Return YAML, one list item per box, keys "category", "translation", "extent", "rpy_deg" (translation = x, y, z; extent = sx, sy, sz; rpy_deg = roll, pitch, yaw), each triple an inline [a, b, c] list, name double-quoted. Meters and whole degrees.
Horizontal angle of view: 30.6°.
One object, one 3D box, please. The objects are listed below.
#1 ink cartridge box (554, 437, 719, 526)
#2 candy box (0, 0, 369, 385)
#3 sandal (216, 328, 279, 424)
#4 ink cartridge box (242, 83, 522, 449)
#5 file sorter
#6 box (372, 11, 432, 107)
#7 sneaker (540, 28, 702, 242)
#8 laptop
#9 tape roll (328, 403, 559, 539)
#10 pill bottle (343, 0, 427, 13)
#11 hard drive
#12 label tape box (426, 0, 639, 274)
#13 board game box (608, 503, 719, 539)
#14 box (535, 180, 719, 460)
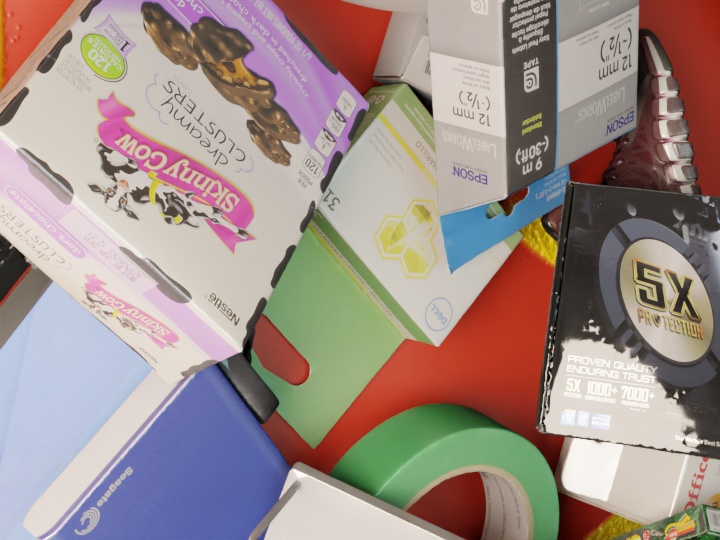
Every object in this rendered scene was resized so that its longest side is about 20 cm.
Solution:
- category: "ink cartridge box"
  translation: [0.250, 0.131, 0.984]
  extent: [0.198, 0.125, 0.130]
  rpy_deg: [17, 87, -33]
- category: "candy box"
  translation: [-0.102, -0.071, 0.714]
  extent: [0.168, 0.071, 0.201]
  rpy_deg: [44, 48, -22]
- category: "sandal"
  translation: [-0.102, 0.010, 0.774]
  extent: [0.043, 0.076, 0.201]
  rpy_deg: [-41, 113, -21]
- category: "ink cartridge box"
  translation: [0.000, 0.000, 0.857]
  extent: [0.201, 0.048, 0.146]
  rpy_deg: [-51, 118, -18]
- category: "file sorter"
  translation: [-0.024, 0.244, 0.757]
  extent: [0.138, 0.124, 0.202]
  rpy_deg: [23, 104, 8]
- category: "box"
  translation: [0.105, -0.197, 0.901]
  extent: [0.155, 0.041, 0.202]
  rpy_deg: [19, 87, -33]
- category: "sneaker"
  translation: [0.182, -0.072, 0.951]
  extent: [0.114, 0.076, 0.202]
  rpy_deg: [-12, 74, 10]
- category: "laptop"
  translation: [-0.209, 0.060, 0.695]
  extent: [0.178, 0.103, 0.200]
  rpy_deg: [-55, 146, -15]
- category: "tape roll"
  translation: [0.047, 0.192, 0.889]
  extent: [0.199, 0.048, 0.203]
  rpy_deg: [-15, 115, -34]
- category: "pill bottle"
  translation: [0.026, -0.266, 0.801]
  extent: [0.111, 0.112, 0.203]
  rpy_deg: [9, 92, -32]
- category: "hard drive"
  translation: [-0.099, 0.148, 0.780]
  extent: [0.132, 0.025, 0.201]
  rpy_deg: [-49, 142, -17]
- category: "label tape box"
  translation: [0.112, -0.107, 0.826]
  extent: [0.143, 0.066, 0.202]
  rpy_deg: [-28, 123, -38]
- category: "board game box"
  translation: [0.202, 0.211, 0.932]
  extent: [0.104, 0.200, 0.024]
  rpy_deg: [19, 55, -29]
- category: "box"
  translation: [0.225, 0.038, 0.856]
  extent: [0.086, 0.198, 0.166]
  rpy_deg: [19, 79, -74]
